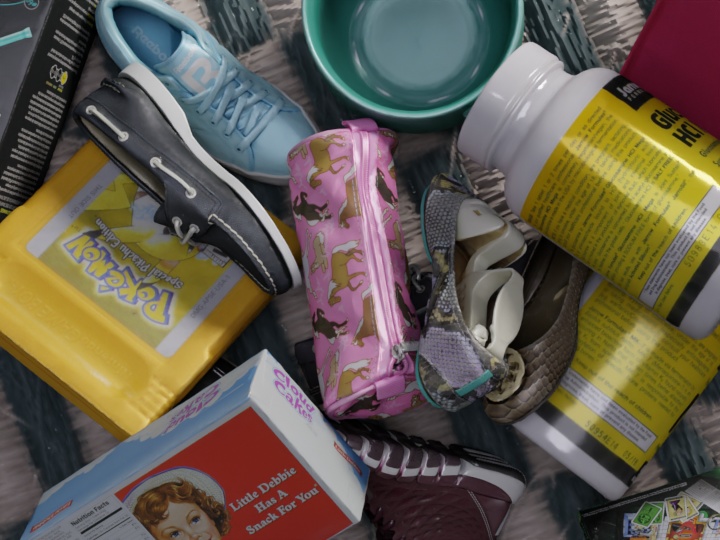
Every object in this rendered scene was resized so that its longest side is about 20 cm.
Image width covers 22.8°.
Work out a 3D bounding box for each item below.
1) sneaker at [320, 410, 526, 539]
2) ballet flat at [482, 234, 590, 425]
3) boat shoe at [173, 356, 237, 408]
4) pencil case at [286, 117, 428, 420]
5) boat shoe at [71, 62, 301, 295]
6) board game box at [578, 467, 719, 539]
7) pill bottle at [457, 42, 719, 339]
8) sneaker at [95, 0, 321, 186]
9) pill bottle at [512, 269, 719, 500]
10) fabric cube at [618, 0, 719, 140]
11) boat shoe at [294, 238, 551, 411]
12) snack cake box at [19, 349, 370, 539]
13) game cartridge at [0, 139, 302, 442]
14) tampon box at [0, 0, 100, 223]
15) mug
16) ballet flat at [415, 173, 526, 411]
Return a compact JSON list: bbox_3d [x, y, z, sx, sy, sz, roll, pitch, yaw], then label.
[{"bbox_3d":[0.010,0.168,1.231,0.200,0.076,0.116,15,95,-15],"label":"sneaker"},{"bbox_3d":[0.125,0.009,1.190,0.046,0.067,0.200,41,67,-36],"label":"ballet flat"},{"bbox_3d":[-0.155,0.074,1.278,0.201,0.063,0.074,28,87,5],"label":"boat shoe"},{"bbox_3d":[0.000,0.000,1.207,0.086,0.083,0.200,-19,68,24],"label":"pencil case"},{"bbox_3d":[-0.120,-0.052,1.237,0.060,0.076,0.200,-37,75,-18],"label":"boat shoe"},{"bbox_3d":[0.259,0.184,1.218,0.200,0.023,0.105,-16,61,-6],"label":"board game box"},{"bbox_3d":[0.165,-0.056,1.130,0.200,0.112,0.112,36,89,12],"label":"pill bottle"},{"bbox_3d":[-0.113,-0.130,1.279,0.200,0.082,0.074,34,90,6],"label":"sneaker"},{"bbox_3d":[0.190,0.047,1.223,0.114,0.114,0.200,38,90,7],"label":"pill bottle"},{"bbox_3d":[0.304,-0.158,1.155,0.200,0.196,0.199,34,60,7],"label":"fabric cube"},{"bbox_3d":[0.043,0.027,1.259,0.200,0.073,0.063,-34,87,6],"label":"boat shoe"},{"bbox_3d":[-0.108,0.154,1.168,0.200,0.067,0.115,-33,107,19],"label":"snack cake box"},{"bbox_3d":[-0.161,0.000,1.254,0.176,0.032,0.200,37,59,6],"label":"game cartridge"},{"bbox_3d":[-0.290,-0.143,1.272,0.150,0.126,0.200,20,88,7],"label":"tampon box"},{"bbox_3d":[0.040,-0.157,1.252,0.152,0.114,0.185,-5,86,4],"label":"mug"},{"bbox_3d":[0.078,0.004,1.176,0.072,0.072,0.200,1,47,5],"label":"ballet flat"}]
